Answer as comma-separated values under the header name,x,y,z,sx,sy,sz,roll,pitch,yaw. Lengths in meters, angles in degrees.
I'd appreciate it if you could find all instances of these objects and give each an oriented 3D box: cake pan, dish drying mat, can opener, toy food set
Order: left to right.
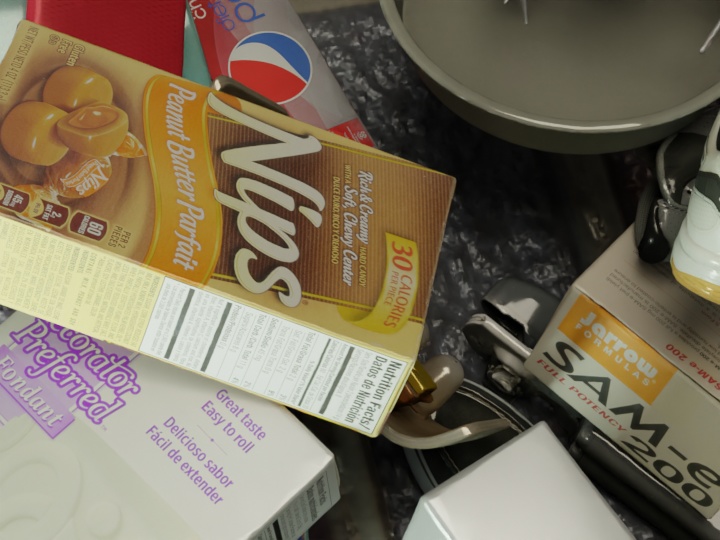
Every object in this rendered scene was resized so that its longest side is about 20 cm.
name,x,y,z,sx,sy,sz,roll,pitch,yaw
dish drying mat,-0.117,-0.121,0.936,0.077,0.018,0.200,10,69,-25
toy food set,0.000,0.000,0.973,0.060,0.144,0.200,-38,82,6
cake pan,0.107,-0.137,1.032,0.200,0.037,0.200,1,54,-2
can opener,0.140,0.077,1.067,0.200,0.053,0.067,37,71,9

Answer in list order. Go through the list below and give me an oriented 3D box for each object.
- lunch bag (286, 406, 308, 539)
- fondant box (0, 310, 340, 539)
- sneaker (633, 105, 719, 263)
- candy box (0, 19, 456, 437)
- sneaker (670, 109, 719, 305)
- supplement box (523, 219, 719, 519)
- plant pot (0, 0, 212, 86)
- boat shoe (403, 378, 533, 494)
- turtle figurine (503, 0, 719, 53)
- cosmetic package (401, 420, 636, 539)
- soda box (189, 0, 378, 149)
name,x,y,z,sx,sy,sz,roll,pitch,yaw
lunch bag,-0.087,0.079,0.972,0.124,0.170,0.200,-11,65,-7
fondant box,-0.128,0.103,0.841,0.200,0.058,0.144,-42,70,-16
sneaker,0.196,-0.004,0.992,0.115,0.075,0.200,-12,48,-24
candy box,-0.068,-0.019,0.843,0.200,0.055,0.116,19,44,-5
sneaker,0.206,-0.067,0.946,0.076,0.088,0.200,18,42,12
supplement box,0.194,0.017,1.064,0.126,0.074,0.200,40,48,11
plant pot,-0.145,-0.100,1.019,0.134,0.200,0.201,-18,68,-5
boat shoe,0.096,0.127,1.037,0.069,0.057,0.200,-34,74,-20
turtle figurine,0.148,-0.193,0.997,0.150,0.101,0.200,14,49,8
cosmetic package,0.067,0.158,0.939,0.071,0.200,0.101,-31,73,-19
soda box,-0.067,-0.118,1.122,0.063,0.070,0.200,-24,71,-17
